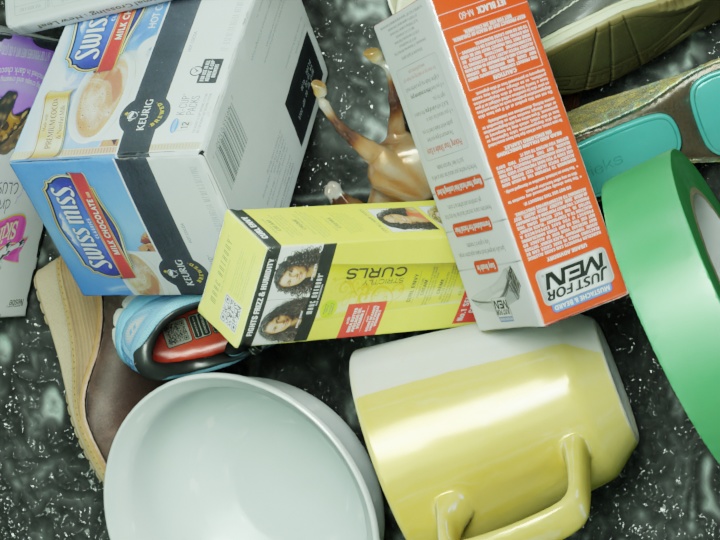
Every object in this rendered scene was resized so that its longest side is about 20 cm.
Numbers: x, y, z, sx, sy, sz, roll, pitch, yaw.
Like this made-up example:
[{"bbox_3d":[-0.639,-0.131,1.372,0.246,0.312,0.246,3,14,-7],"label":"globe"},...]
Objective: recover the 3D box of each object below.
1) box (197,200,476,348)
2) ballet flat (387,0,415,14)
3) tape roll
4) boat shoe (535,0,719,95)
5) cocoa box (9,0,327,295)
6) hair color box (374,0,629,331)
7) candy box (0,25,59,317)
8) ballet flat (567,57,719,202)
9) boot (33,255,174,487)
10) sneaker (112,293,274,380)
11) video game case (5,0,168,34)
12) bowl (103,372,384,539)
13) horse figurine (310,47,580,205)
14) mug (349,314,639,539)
[{"bbox_3d":[0.000,0.000,1.258,0.050,0.199,0.076,41,123,41],"label":"box"},{"bbox_3d":[0.044,-0.230,1.326,0.069,0.069,0.201,3,93,18],"label":"ballet flat"},{"bbox_3d":[0.208,0.027,1.204,0.048,0.200,0.201,-26,84,18],"label":"tape roll"},{"bbox_3d":[0.177,-0.176,1.264,0.200,0.072,0.066,-27,64,-5],"label":"boat shoe"},{"bbox_3d":[-0.117,-0.099,1.294,0.130,0.134,0.201,-1,49,19],"label":"cocoa box"},{"bbox_3d":[0.081,-0.068,1.204,0.064,0.111,0.201,-19,93,-16],"label":"hair color box"},{"bbox_3d":[-0.274,-0.068,1.375,0.071,0.168,0.201,16,97,19],"label":"candy box"},{"bbox_3d":[0.202,-0.097,1.271,0.199,0.071,0.071,-19,86,5],"label":"ballet flat"},{"bbox_3d":[-0.119,0.058,1.380,0.166,0.072,0.201,-19,94,11],"label":"boot"},{"bbox_3d":[-0.062,0.027,1.313,0.199,0.090,0.079,-25,107,-1],"label":"sneaker"},{"bbox_3d":[-0.144,-0.261,1.277,0.181,0.022,0.201,-10,75,19],"label":"video game case"},{"bbox_3d":[-0.062,0.152,1.335,0.200,0.090,0.202,7,106,24],"label":"bowl"},{"bbox_3d":[0.059,-0.091,1.313,0.199,0.050,0.133,-17,120,8],"label":"horse figurine"},{"bbox_3d":[0.095,0.110,1.273,0.152,0.150,0.187,-21,60,9],"label":"mug"}]
